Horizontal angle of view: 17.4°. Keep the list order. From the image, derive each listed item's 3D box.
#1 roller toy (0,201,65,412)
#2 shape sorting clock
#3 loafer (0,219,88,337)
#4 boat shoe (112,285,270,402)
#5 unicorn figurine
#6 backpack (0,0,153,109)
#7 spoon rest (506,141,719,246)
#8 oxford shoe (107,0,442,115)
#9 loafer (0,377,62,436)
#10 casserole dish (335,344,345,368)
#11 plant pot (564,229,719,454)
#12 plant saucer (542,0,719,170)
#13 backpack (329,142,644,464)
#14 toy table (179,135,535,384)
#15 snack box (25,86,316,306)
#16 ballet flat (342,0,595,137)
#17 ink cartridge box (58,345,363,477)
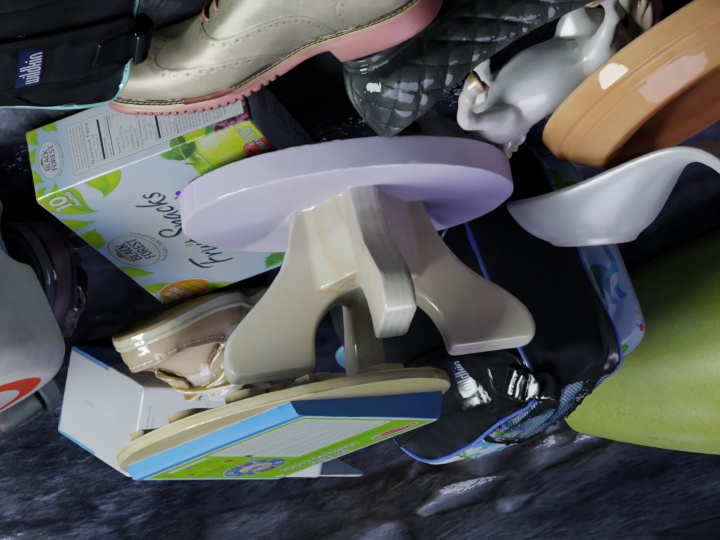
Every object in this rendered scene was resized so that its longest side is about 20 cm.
[{"bbox_3d":[-0.282,0.032,1.403,0.200,0.140,0.182,-31,171,39],"label":"roller toy"},{"bbox_3d":[-0.045,0.086,1.373,0.199,0.040,0.200,-11,165,-3],"label":"shape sorting clock"},{"bbox_3d":[-0.206,0.010,1.529,0.063,0.072,0.200,-26,167,-25],"label":"loafer"},{"bbox_3d":[-0.100,0.053,1.582,0.073,0.070,0.200,-18,178,22],"label":"boat shoe"},{"bbox_3d":[0.094,-0.115,1.401,0.199,0.074,0.137,-18,154,9],"label":"unicorn figurine"},{"bbox_3d":[-0.202,-0.155,1.057,0.199,0.154,0.176,-14,155,-24],"label":"backpack"},{"bbox_3d":[0.171,-0.046,1.417,0.099,0.061,0.199,-8,-174,-38],"label":"spoon rest"},{"bbox_3d":[-0.059,-0.145,1.289,0.199,0.071,0.075,-20,130,12],"label":"oxford shoe"},{"bbox_3d":[-0.266,0.086,1.567,0.063,0.072,0.200,-46,-163,-25],"label":"loafer"},{"bbox_3d":[0.073,0.023,1.727,0.199,0.039,0.121,-17,156,8],"label":"casserole dish"},{"bbox_3d":[0.248,0.060,1.761,0.199,0.188,0.187,-11,158,23],"label":"plant pot"},{"bbox_3d":[0.202,-0.118,1.419,0.199,0.038,0.200,-30,168,-7],"label":"plant saucer"},{"bbox_3d":[0.084,0.029,1.571,0.146,0.184,0.200,-16,164,-33],"label":"backpack"},{"bbox_3d":[0.000,0.000,1.395,0.199,0.118,0.184,-11,160,1],"label":"toy table"},{"bbox_3d":[-0.100,-0.051,1.456,0.141,0.053,0.200,-19,156,13],"label":"snack box"},{"bbox_3d":[0.080,-0.143,1.312,0.199,0.067,0.057,-28,125,-2],"label":"ballet flat"},{"bbox_3d":[-0.101,0.102,1.700,0.199,0.068,0.116,4,-169,-35],"label":"ink cartridge box"}]
